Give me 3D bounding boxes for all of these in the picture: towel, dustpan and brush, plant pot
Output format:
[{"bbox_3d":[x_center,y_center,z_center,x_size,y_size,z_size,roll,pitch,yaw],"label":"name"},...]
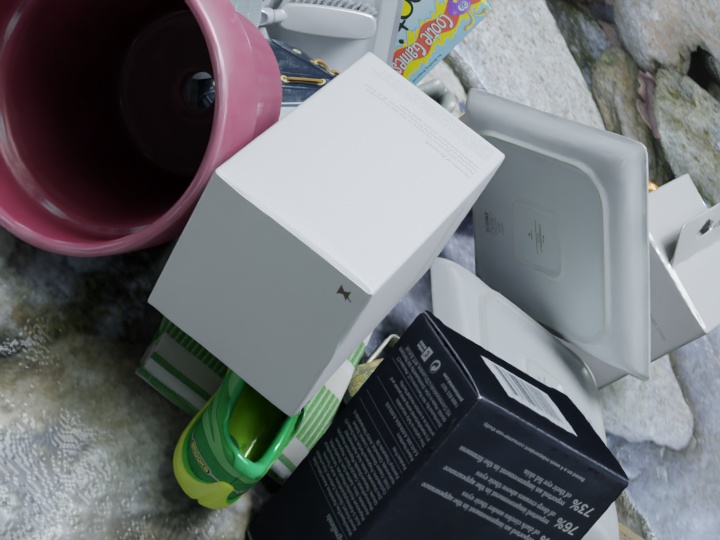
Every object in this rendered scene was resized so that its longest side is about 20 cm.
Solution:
[{"bbox_3d":[-0.062,0.033,1.080,0.152,0.023,0.201,41,53,-22],"label":"towel"},{"bbox_3d":[-0.056,-0.208,1.244,0.199,0.140,0.057,4,26,-15],"label":"dustpan and brush"},{"bbox_3d":[-0.142,-0.115,1.005,0.201,0.199,0.179,61,20,4],"label":"plant pot"}]

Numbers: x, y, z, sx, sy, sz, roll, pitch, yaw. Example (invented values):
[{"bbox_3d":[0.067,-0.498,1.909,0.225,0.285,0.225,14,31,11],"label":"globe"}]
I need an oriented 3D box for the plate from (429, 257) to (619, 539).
[{"bbox_3d":[0.131,0.101,1.161,0.200,0.032,0.200,37,33,-31],"label":"plate"}]

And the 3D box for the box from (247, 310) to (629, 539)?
[{"bbox_3d":[0.047,0.154,0.992,0.148,0.200,0.104,32,15,-33],"label":"box"}]

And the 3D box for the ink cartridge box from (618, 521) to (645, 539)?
[{"bbox_3d":[0.130,0.242,1.144,0.200,0.075,0.165,36,43,-28],"label":"ink cartridge box"}]

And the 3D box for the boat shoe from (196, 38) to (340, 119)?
[{"bbox_3d":[-0.029,-0.132,1.174,0.199,0.071,0.091,0,57,-12],"label":"boat shoe"}]

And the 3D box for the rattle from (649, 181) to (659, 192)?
[{"bbox_3d":[0.246,-0.100,1.478,0.130,0.143,0.200,42,41,9],"label":"rattle"}]

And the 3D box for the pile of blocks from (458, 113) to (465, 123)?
[{"bbox_3d":[0.123,-0.102,1.353,0.082,0.062,0.200,54,20,5],"label":"pile of blocks"}]

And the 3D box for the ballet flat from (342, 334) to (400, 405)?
[{"bbox_3d":[0.050,0.073,1.186,0.200,0.071,0.071,-21,81,-53],"label":"ballet flat"}]

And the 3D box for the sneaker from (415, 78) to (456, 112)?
[{"bbox_3d":[0.010,-0.113,1.257,0.075,0.081,0.200,58,38,-3],"label":"sneaker"}]

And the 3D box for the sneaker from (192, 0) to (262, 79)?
[{"bbox_3d":[-0.116,-0.225,1.174,0.073,0.070,0.201,44,47,-40],"label":"sneaker"}]

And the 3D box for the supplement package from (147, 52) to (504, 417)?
[{"bbox_3d":[-0.018,-0.029,0.967,0.120,0.121,0.200,38,39,5],"label":"supplement package"}]

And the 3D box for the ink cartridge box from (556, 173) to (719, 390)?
[{"bbox_3d":[0.232,0.015,1.320,0.128,0.200,0.126,-25,85,-53],"label":"ink cartridge box"}]

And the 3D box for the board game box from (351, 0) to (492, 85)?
[{"bbox_3d":[0.005,-0.272,1.321,0.200,0.105,0.103,39,18,-24],"label":"board game box"}]

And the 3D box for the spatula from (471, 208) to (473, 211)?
[{"bbox_3d":[0.065,-0.071,1.296,0.200,0.020,0.057,12,48,-61],"label":"spatula"}]

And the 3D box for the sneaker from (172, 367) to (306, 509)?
[{"bbox_3d":[-0.054,0.064,1.004,0.074,0.083,0.201,35,55,-26],"label":"sneaker"}]

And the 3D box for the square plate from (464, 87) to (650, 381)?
[{"bbox_3d":[0.148,-0.028,1.209,0.028,0.198,0.201,-23,121,-31],"label":"square plate"}]
